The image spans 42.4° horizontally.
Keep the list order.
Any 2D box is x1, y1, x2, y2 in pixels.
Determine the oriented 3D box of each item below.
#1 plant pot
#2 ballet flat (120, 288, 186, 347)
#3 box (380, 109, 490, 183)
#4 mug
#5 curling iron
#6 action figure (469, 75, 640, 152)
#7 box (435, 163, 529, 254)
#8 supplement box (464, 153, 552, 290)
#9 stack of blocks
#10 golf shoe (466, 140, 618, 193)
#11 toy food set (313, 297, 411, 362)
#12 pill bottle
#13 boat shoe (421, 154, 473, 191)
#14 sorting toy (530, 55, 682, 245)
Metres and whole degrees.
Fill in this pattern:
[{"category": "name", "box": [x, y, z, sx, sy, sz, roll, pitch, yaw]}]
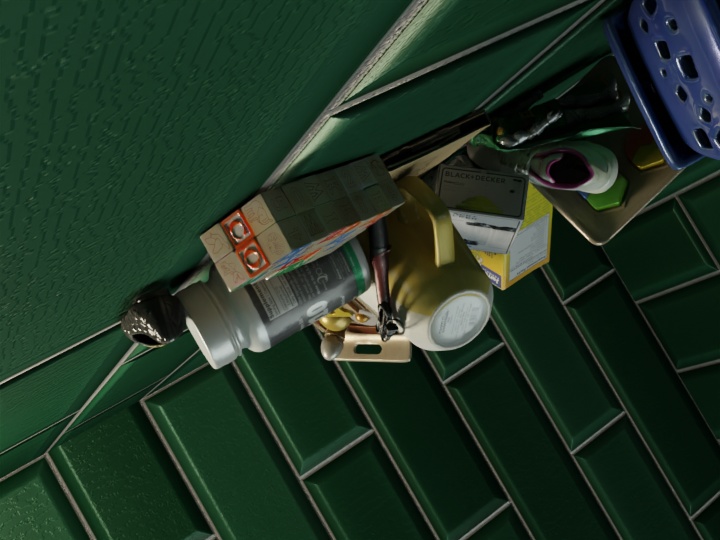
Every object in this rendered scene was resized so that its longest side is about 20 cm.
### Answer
[{"category": "plant pot", "box": [0.365, -0.219, 0.891, 0.200, 0.200, 0.180, -30, -176, -17]}, {"category": "ballet flat", "box": [-0.226, 0.066, 1.014, 0.066, 0.057, 0.200, -14, 171, -15]}, {"category": "box", "box": [0.044, -0.114, 1.097, 0.163, 0.021, 0.200, -29, 176, -31]}, {"category": "mug", "box": [0.069, 0.006, 1.080, 0.149, 0.153, 0.187, -42, 133, 4]}, {"category": "curling iron", "box": [0.026, -0.015, 1.011, 0.025, 0.201, 0.050, -11, -161, -20]}, {"category": "action figure", "box": [0.230, -0.189, 1.155, 0.199, 0.055, 0.118, -17, -142, -1]}, {"category": "box", "box": [0.154, -0.078, 1.241, 0.116, 0.060, 0.200, 9, 169, 4]}, {"category": "supplement box", "box": [0.225, -0.092, 1.454, 0.109, 0.109, 0.200, -29, 133, -28]}, {"category": "stack of blocks", "box": [-0.058, -0.043, 0.888, 0.115, 0.059, 0.200, -32, 177, 35]}, {"category": "golf shoe", "box": [0.223, -0.145, 1.182, 0.199, 0.076, 0.091, 14, -164, 25]}, {"category": "toy food set", "box": [-0.036, 0.073, 1.267, 0.143, 0.061, 0.200, -2, 151, 34]}, {"category": "pill bottle", "box": [-0.098, 0.020, 1.037, 0.200, 0.113, 0.113, -29, 177, -15]}, {"category": "boat shoe", "box": [0.116, -0.113, 1.375, 0.069, 0.071, 0.200, -16, 171, -15]}, {"category": "sorting toy", "box": [0.319, -0.161, 1.213, 0.200, 0.185, 0.036, -43, 157, 6]}]
